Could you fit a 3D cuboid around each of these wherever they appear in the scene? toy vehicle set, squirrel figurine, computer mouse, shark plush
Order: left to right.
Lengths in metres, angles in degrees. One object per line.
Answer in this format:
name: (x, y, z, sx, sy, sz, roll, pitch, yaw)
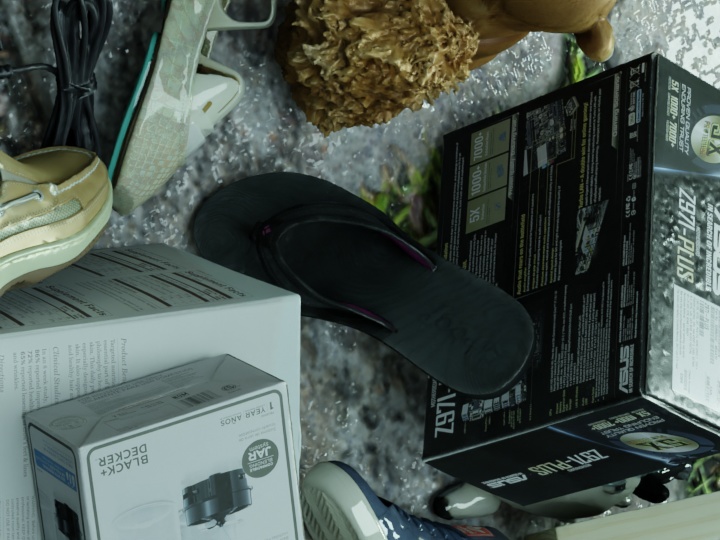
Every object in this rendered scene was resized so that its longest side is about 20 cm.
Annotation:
computer mouse: (-0.220, -0.077, 1.413, 0.199, 0.046, 0.141, -16, 128, -25)
squirrel figurine: (0.052, -0.141, 1.484, 0.200, 0.186, 0.142, -43, 119, -18)
shark plush: (0.130, 0.099, 1.659, 0.199, 0.091, 0.084, 7, 66, -29)
toy vehicle set: (0.200, 0.142, 1.634, 0.199, 0.124, 0.027, -12, 84, -5)

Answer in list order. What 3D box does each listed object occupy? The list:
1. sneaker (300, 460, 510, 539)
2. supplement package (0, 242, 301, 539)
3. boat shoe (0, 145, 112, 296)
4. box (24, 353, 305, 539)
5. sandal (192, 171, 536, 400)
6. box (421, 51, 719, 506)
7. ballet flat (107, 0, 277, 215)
sneaker: (0.038, 0.161, 1.607, 0.085, 0.075, 0.200, -44, 129, -15)
supplement package: (-0.151, 0.081, 1.418, 0.199, 0.150, 0.153, -7, 105, -31)
boat shoe: (-0.177, -0.032, 1.346, 0.200, 0.071, 0.077, -47, 134, -61)
box: (-0.086, 0.153, 1.350, 0.116, 0.060, 0.201, -18, 111, -29)
sandal: (0.001, -0.001, 1.487, 0.076, 0.200, 0.048, -63, 162, -9)
box: (0.123, 0.008, 1.530, 0.086, 0.163, 0.201, 25, 58, -38)
ballet flat: (-0.080, -0.120, 1.469, 0.062, 0.067, 0.201, 16, 91, 2)
